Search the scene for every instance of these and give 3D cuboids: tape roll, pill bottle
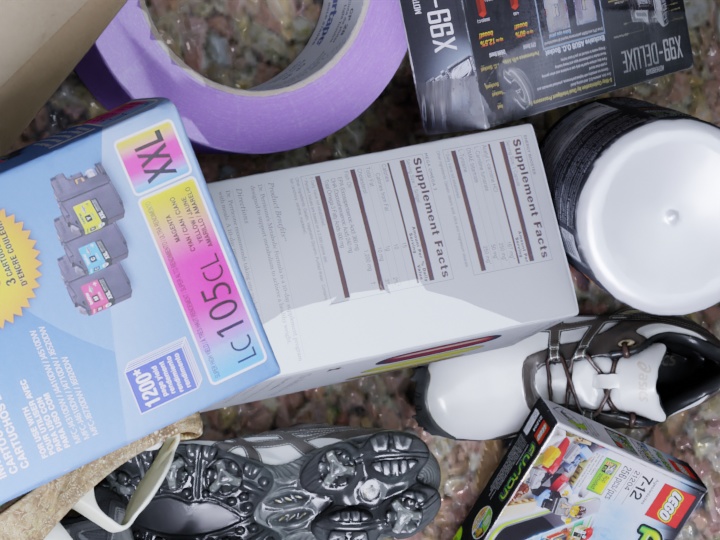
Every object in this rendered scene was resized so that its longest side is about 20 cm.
[{"bbox_3d":[-0.069,-0.164,1.245,0.199,0.066,0.201,-1,92,-22],"label":"tape roll"},{"bbox_3d":[0.153,-0.042,1.268,0.106,0.200,0.107,-1,99,-6],"label":"pill bottle"}]

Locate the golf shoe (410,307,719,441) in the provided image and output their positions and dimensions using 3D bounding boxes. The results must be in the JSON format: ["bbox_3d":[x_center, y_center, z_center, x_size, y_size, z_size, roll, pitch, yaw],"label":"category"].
[{"bbox_3d":[0.129,0.058,1.325,0.199,0.094,0.078,-11,98,-21],"label":"golf shoe"}]

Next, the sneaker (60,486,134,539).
[{"bbox_3d":[-0.210,0.147,1.191,0.199,0.066,0.091,-1,81,-5],"label":"sneaker"}]

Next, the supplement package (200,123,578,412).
[{"bbox_3d":[0.000,0.000,1.235,0.199,0.114,0.110,-11,83,-16],"label":"supplement package"}]

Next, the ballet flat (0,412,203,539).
[{"bbox_3d":[-0.149,0.116,1.141,0.200,0.070,0.065,-43,100,-31],"label":"ballet flat"}]

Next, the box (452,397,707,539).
[{"bbox_3d":[0.102,0.181,1.311,0.110,0.035,0.200,24,105,-22],"label":"box"}]

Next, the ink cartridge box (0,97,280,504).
[{"bbox_3d":[-0.155,0.023,0.998,0.199,0.076,0.137,-25,99,-16],"label":"ink cartridge box"}]

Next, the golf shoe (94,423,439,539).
[{"bbox_3d":[-0.055,0.126,1.257,0.199,0.094,0.078,-2,95,2],"label":"golf shoe"}]

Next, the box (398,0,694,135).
[{"bbox_3d":[0.103,-0.173,1.288,0.200,0.050,0.158,-20,102,-44],"label":"box"}]

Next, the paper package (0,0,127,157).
[{"bbox_3d":[-0.225,-0.098,1.112,0.103,0.191,0.200,42,78,-19],"label":"paper package"}]
